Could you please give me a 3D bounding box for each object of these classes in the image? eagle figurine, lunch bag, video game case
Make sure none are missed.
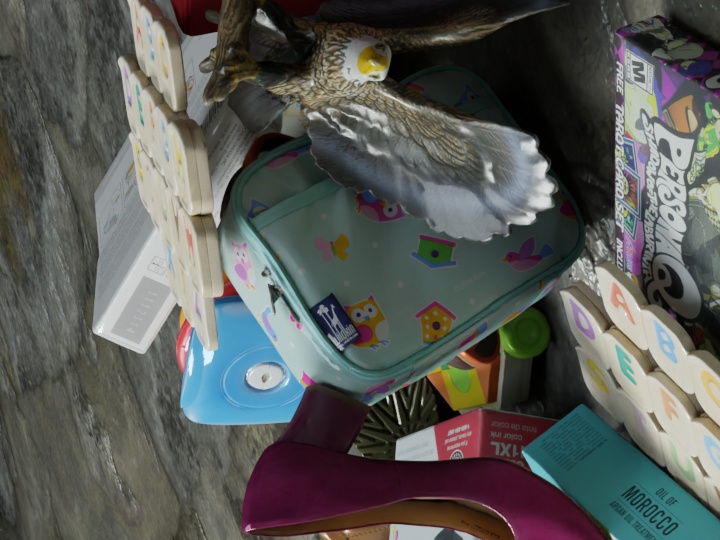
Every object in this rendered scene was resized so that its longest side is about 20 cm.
[{"bbox_3d":[0.015,-0.112,1.154,0.152,0.198,0.153,-96,20,-52],"label":"eagle figurine"},{"bbox_3d":[0.019,-0.023,1.233,0.161,0.199,0.077,56,155,9],"label":"lunch bag"},{"bbox_3d":[0.191,-0.005,1.071,0.181,0.036,0.201,43,144,50],"label":"video game case"}]

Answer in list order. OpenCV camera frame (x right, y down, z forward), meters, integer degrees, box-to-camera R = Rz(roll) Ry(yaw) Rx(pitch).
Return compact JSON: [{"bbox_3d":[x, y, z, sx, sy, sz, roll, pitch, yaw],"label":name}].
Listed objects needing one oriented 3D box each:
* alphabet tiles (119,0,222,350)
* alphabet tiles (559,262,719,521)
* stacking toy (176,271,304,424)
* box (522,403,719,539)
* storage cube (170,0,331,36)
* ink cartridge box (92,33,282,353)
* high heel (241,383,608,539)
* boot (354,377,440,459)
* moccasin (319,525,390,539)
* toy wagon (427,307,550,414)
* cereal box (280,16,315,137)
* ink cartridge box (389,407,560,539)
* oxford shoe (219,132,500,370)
[{"bbox_3d":[-0.115,-0.060,1.254,0.200,0.014,0.197,-130,32,-65],"label":"alphabet tiles"},{"bbox_3d":[0.175,0.091,1.133,0.200,0.015,0.196,48,164,42],"label":"alphabet tiles"},{"bbox_3d":[-0.080,0.001,1.438,0.201,0.109,0.117,-105,21,-44],"label":"stacking toy"},{"bbox_3d":[0.171,0.158,1.183,0.083,0.049,0.200,59,171,-33],"label":"box"},{"bbox_3d":[-0.046,-0.269,1.224,0.181,0.198,0.172,95,156,-47],"label":"storage cube"},{"bbox_3d":[-0.121,-0.072,1.438,0.201,0.044,0.177,-56,22,26],"label":"ink cartridge box"},{"bbox_3d":[0.035,0.144,1.166,0.199,0.097,0.068,22,151,11],"label":"high heel"},{"bbox_3d":[-0.011,0.076,1.528,0.200,0.066,0.176,45,167,49],"label":"boot"},{"bbox_3d":[0.009,0.210,1.571,0.074,0.077,0.202,59,179,20],"label":"moccasin"},{"bbox_3d":[0.058,-0.005,1.388,0.155,0.039,0.202,-22,85,68],"label":"toy wagon"},{"bbox_3d":[-0.041,-0.140,1.455,0.201,0.039,0.145,99,170,-49],"label":"cereal box"},{"bbox_3d":[0.077,0.201,1.332,0.146,0.082,0.202,149,128,-65],"label":"ink cartridge box"},{"bbox_3d":[0.000,0.000,1.312,0.200,0.071,0.073,40,128,2],"label":"oxford shoe"}]
